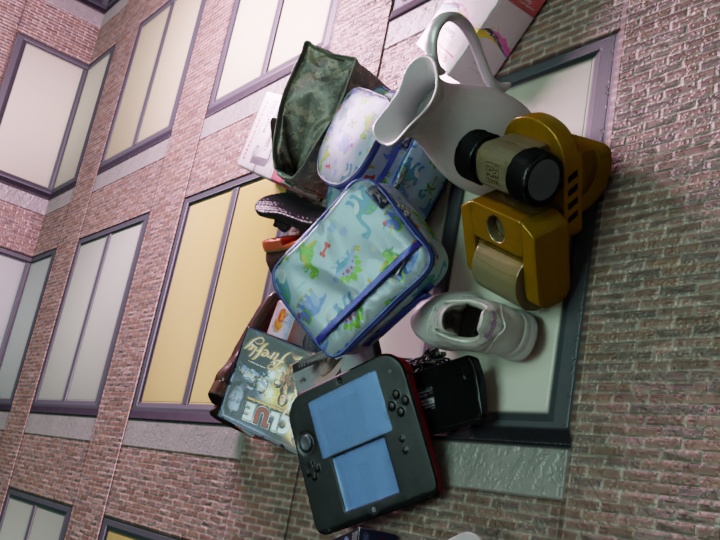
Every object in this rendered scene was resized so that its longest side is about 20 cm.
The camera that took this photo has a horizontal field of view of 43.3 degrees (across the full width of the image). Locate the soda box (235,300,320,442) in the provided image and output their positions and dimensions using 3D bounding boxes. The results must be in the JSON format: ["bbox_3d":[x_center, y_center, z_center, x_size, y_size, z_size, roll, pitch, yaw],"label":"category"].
[{"bbox_3d":[-0.114,0.152,1.341,0.063,0.068,0.202,17,87,55],"label":"soda box"}]

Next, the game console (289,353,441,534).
[{"bbox_3d":[-0.001,0.212,1.108,0.199,0.031,0.179,-29,64,34],"label":"game console"}]

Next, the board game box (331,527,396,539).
[{"bbox_3d":[-0.048,0.422,1.102,0.199,0.061,0.202,-22,55,50],"label":"board game box"}]

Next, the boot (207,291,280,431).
[{"bbox_3d":[-0.165,0.141,1.423,0.187,0.064,0.201,101,-167,-63],"label":"boot"}]

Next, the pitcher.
[{"bbox_3d":[0.131,-0.187,1.056,0.121,0.199,0.173,26,93,57],"label":"pitcher"}]

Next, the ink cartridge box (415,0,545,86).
[{"bbox_3d":[0.150,-0.321,1.223,0.201,0.067,0.117,-56,35,19],"label":"ink cartridge box"}]

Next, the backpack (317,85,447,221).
[{"bbox_3d":[0.027,-0.144,1.233,0.183,0.146,0.202,37,106,59],"label":"backpack"}]

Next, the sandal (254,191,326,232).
[{"bbox_3d":[-0.110,-0.084,1.472,0.200,0.075,0.048,27,134,52],"label":"sandal"}]

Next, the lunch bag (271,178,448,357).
[{"bbox_3d":[0.000,0.000,1.118,0.200,0.082,0.161,-42,71,18],"label":"lunch bag"}]

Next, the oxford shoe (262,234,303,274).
[{"bbox_3d":[-0.077,-0.018,1.404,0.199,0.071,0.074,1,102,52],"label":"oxford shoe"}]

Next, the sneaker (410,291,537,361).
[{"bbox_3d":[0.111,0.053,1.045,0.199,0.099,0.076,2,76,57],"label":"sneaker"}]

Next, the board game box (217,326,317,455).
[{"bbox_3d":[-0.096,0.174,1.257,0.198,0.035,0.137,18,87,30],"label":"board game box"}]

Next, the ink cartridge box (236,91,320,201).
[{"bbox_3d":[-0.116,-0.214,1.535,0.200,0.084,0.147,28,95,59],"label":"ink cartridge box"}]

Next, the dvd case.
[{"bbox_3d":[-0.017,0.194,1.159,0.145,0.022,0.202,-26,64,34],"label":"dvd case"}]

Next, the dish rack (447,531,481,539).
[{"bbox_3d":[0.095,0.390,0.930,0.171,0.043,0.202,-40,43,36],"label":"dish rack"}]

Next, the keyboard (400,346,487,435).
[{"bbox_3d":[0.089,0.145,1.092,0.199,0.039,0.105,-25,67,51],"label":"keyboard"}]

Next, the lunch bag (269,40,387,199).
[{"bbox_3d":[-0.050,-0.208,1.346,0.117,0.164,0.202,24,92,26],"label":"lunch bag"}]

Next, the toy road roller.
[{"bbox_3d":[0.198,-0.072,0.994,0.123,0.145,0.202,32,136,52],"label":"toy road roller"}]
